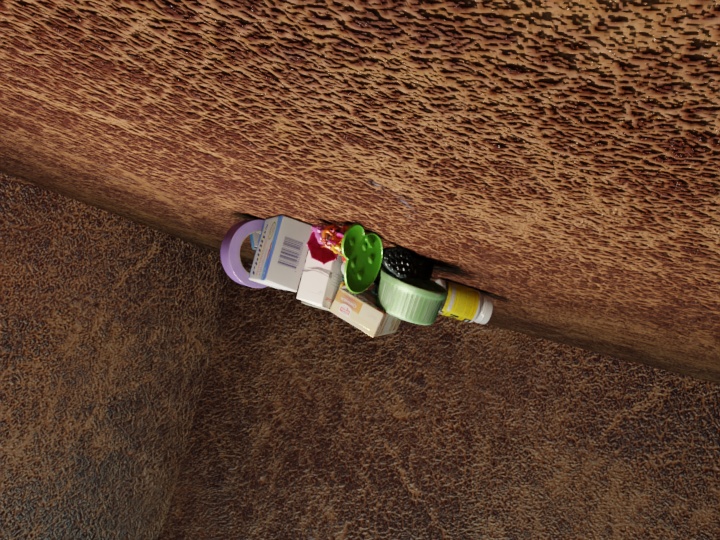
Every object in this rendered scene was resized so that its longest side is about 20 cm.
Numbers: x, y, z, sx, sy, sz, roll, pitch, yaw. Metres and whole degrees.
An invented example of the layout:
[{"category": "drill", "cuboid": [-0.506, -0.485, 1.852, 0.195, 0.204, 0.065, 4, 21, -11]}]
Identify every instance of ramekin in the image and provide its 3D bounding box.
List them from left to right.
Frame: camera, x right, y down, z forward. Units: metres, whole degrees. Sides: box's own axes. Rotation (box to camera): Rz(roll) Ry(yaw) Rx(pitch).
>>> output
[{"category": "ramekin", "cuboid": [0.137, 0.072, 1.524, 0.194, 0.100, 0.200, 18, -169, -3]}]

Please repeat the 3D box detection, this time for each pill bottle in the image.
[{"category": "pill bottle", "cuboid": [0.338, 0.108, 1.843, 0.194, 0.118, 0.114, 16, 175, -9]}]

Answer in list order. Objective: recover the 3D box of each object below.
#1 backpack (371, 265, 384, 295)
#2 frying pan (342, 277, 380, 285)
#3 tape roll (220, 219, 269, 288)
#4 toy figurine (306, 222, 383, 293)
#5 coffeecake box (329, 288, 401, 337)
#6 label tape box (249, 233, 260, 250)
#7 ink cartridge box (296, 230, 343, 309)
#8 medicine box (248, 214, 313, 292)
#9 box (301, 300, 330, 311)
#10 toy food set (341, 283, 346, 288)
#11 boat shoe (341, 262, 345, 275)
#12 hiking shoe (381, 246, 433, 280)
[{"category": "backpack", "cuboid": [0.105, 0.046, 1.712, 0.123, 0.171, 0.200, 20, 169, 0]}, {"category": "frying pan", "cuboid": [-0.026, 0.003, 1.613, 0.191, 0.114, 0.031, 50, 171, 10]}, {"category": "tape roll", "cuboid": [-0.321, -0.052, 1.670, 0.196, 0.206, 0.084, 18, 173, -34]}, {"category": "toy figurine", "cuboid": [-0.064, -0.061, 1.363, 0.181, 0.152, 0.201, 23, 158, 33]}, {"category": "coffeecake box", "cuboid": [0.023, 0.117, 1.577, 0.151, 0.075, 0.199, 29, -171, 20]}, {"category": "label tape box", "cuboid": [-0.350, -0.102, 1.984, 0.195, 0.065, 0.144, 17, 174, -13]}, {"category": "ink cartridge box", "cuboid": [-0.100, -0.002, 1.526, 0.080, 0.206, 0.146, 14, 174, 13]}, {"category": "medicine box", "cuboid": [-0.226, -0.047, 1.541, 0.101, 0.188, 0.199, 17, 174, -24]}, {"category": "box", "cuboid": [-0.129, 0.042, 2.049, 0.107, 0.206, 0.127, 17, 174, -33]}, {"category": "toy food set", "cuboid": [-0.069, 0.055, 1.899, 0.195, 0.050, 0.198, -16, 140, 44]}, {"category": "boat shoe", "cuboid": [-0.013, -0.027, 1.523, 0.063, 0.076, 0.202, 22, -157, 15]}, {"category": "hiking shoe", "cuboid": [0.110, -0.014, 1.477, 0.085, 0.077, 0.197, 9, 171, 46]}]
